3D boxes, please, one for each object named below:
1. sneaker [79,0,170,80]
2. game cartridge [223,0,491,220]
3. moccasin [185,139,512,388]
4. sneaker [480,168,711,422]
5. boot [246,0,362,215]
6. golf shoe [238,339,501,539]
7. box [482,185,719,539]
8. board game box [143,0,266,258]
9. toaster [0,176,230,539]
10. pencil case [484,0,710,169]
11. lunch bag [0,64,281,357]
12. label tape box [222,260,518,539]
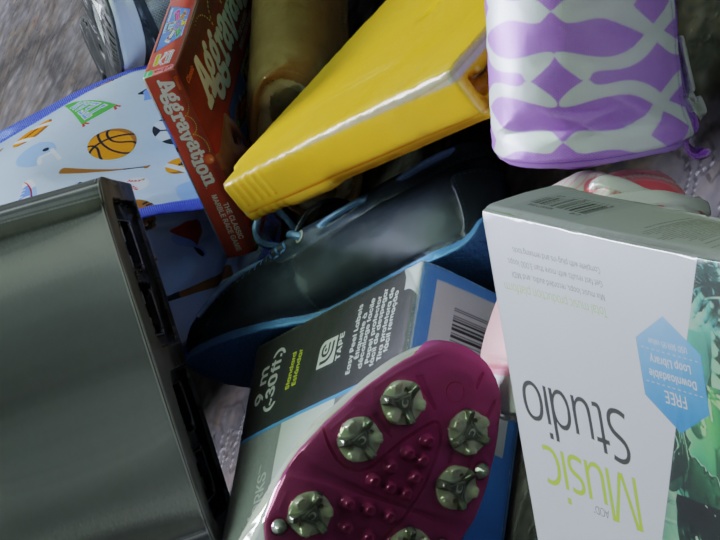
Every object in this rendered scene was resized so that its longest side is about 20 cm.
[{"bbox_3d":[-0.098,-0.142,1.452,0.201,0.115,0.076,120,126,-79],"label":"sneaker"},{"bbox_3d":[0.040,-0.103,1.106,0.176,0.032,0.200,-49,14,-31],"label":"game cartridge"},{"bbox_3d":[0.000,0.000,1.137,0.200,0.080,0.068,-22,58,38],"label":"moccasin"},{"bbox_3d":[0.106,0.011,0.912,0.200,0.075,0.105,2,76,67],"label":"sneaker"},{"bbox_3d":[-0.037,-0.156,1.251,0.066,0.175,0.200,-15,45,16],"label":"boot"},{"bbox_3d":[-0.022,0.108,0.948,0.200,0.075,0.092,-55,19,-1],"label":"golf shoe"},{"bbox_3d":[0.102,0.079,0.786,0.144,0.036,0.201,15,120,62],"label":"box"},{"bbox_3d":[-0.065,-0.101,1.254,0.019,0.103,0.200,-17,28,16],"label":"board game box"},{"bbox_3d":[-0.141,0.054,1.148,0.200,0.118,0.181,11,-119,-89],"label":"toaster"},{"bbox_3d":[0.086,-0.133,0.945,0.084,0.085,0.201,-48,-46,-71],"label":"pencil case"},{"bbox_3d":[-0.136,-0.015,1.336,0.200,0.124,0.170,-32,32,7],"label":"lunch bag"},{"bbox_3d":[-0.015,0.098,1.085,0.200,0.063,0.145,-28,45,51],"label":"label tape box"}]
